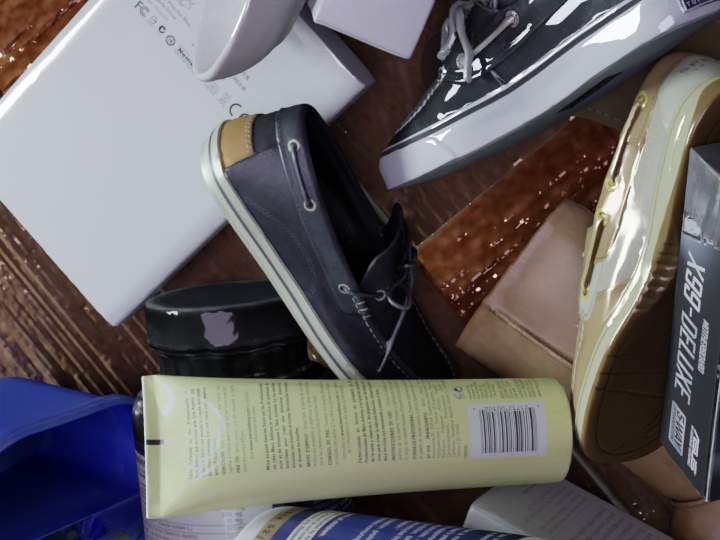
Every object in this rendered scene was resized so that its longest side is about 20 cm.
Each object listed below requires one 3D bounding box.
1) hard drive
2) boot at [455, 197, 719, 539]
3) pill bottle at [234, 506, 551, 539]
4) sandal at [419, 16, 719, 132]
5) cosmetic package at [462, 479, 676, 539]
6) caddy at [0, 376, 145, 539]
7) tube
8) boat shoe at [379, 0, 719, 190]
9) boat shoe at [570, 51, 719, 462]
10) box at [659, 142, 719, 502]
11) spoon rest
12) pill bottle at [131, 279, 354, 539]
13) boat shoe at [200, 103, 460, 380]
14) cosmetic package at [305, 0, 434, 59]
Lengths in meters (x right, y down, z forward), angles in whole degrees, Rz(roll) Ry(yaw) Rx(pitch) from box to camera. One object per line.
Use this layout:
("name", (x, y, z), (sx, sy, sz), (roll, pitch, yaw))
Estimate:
("hard drive", (-0.106, -0.081, 0.806), (0.200, 0.026, 0.132), (-42, 89, 25))
("boot", (0.132, 0.090, 0.787), (0.200, 0.066, 0.175), (38, 102, 6))
("pill bottle", (0.040, 0.168, 0.673), (0.200, 0.111, 0.111), (2, 100, 30))
("sandal", (0.136, -0.102, 0.751), (0.212, 0.070, 0.078), (9, 117, 33))
("cosmetic package", (0.136, 0.186, 0.730), (0.200, 0.071, 0.101), (28, 115, 22))
("caddy", (-0.173, 0.134, 0.793), (0.105, 0.200, 0.141), (14, 105, 26))
("tube", (-0.002, 0.078, 0.728), (0.200, 0.058, 0.052), (-1, 101, -11))
("boat shoe", (0.072, -0.100, 0.703), (0.199, 0.074, 0.068), (-32, 82, 49))
("boat shoe", (0.138, -0.005, 0.709), (0.074, 0.066, 0.200), (3, 118, -25))
("box", (0.238, 0.008, 0.683), (0.200, 0.050, 0.158), (-10, 124, -14))
("spoon rest", (-0.042, -0.181, 0.715), (0.061, 0.099, 0.200), (22, 79, -18))
("pill bottle", (-0.059, 0.110, 0.802), (0.112, 0.112, 0.200), (-3, 98, 12))
("boat shoe", (0.000, 0.000, 0.766), (0.062, 0.075, 0.200), (-26, 115, 22))
("cosmetic package", (0.031, -0.208, 0.705), (0.052, 0.151, 0.200), (21, 104, -10))
